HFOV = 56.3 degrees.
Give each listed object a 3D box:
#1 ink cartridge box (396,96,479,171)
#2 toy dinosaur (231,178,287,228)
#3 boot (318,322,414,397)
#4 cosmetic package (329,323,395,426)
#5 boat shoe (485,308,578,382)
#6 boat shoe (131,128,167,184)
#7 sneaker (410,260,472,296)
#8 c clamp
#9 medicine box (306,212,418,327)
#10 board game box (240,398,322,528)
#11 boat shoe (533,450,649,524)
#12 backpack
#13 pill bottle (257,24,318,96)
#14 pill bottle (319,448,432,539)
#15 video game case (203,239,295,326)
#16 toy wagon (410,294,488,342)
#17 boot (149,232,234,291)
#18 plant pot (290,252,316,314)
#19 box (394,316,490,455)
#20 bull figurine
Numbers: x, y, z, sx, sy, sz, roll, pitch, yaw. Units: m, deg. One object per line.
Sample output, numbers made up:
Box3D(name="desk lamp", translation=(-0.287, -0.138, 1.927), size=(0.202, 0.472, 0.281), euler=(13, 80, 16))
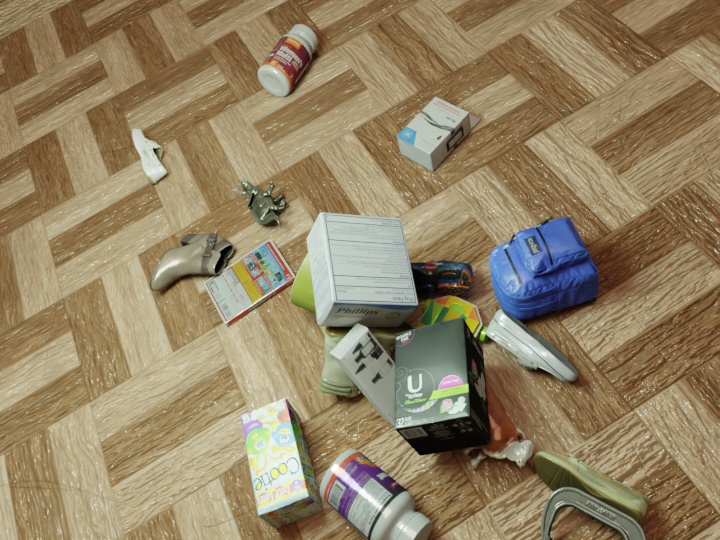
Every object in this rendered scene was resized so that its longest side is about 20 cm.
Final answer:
Box3D(name="ink cartridge box", translation=(0.200, -0.362, 1.707), size=(0.115, 0.068, 0.200), euler=(33, 71, 30))
Box3D(name="toy dinosaur", translation=(-0.240, -0.158, 1.711), size=(0.101, 0.077, 0.202), euler=(-34, 60, 6))
Box3D(name="boot", translation=(0.012, 0.179, 1.380), size=(0.196, 0.158, 0.072), euler=(-1, 26, -23))
Box3D(name="cosmetic package", translation=(0.031, 0.205, 1.311), size=(0.083, 0.201, 0.050), euler=(-44, 26, -14))
Box3D(name="boat shoe", translation=(0.337, 0.162, 1.338), size=(0.200, 0.073, 0.067), euler=(43, 108, 25))
Box3D(name="boat shoe", translation=(-0.596, -0.334, 1.920), size=(0.068, 0.071, 0.202), euler=(-26, 63, -4))
Box3D(name="sneaker", translation=(0.159, 0.013, 1.483), size=(0.196, 0.077, 0.078), euler=(5, 22, 29))
Box3D(name="c clamp", translation=(0.382, 0.469, 1.117), size=(0.198, 0.027, 0.173), euler=(29, 90, 33))
Box3D(name="medicine box", translation=(0.000, 0.000, 1.333), size=(0.179, 0.103, 0.204), euler=(3, 61, -23))
Box3D(name="board game box", translation=(-0.155, 0.374, 1.311), size=(0.101, 0.105, 0.202), euler=(-20, 55, 1))
Box3D(name="boat shoe", translation=(0.401, 0.372, 1.180), size=(0.198, 0.074, 0.063), euler=(24, 39, 29))
Box3D(name="backpack", translation=(0.362, -0.010, 1.377), size=(0.197, 0.169, 0.164), euler=(-21, 48, 6))
Box3D(name="pill bottle", translation=(-0.208, -0.616, 1.963), size=(0.108, 0.110, 0.202), euler=(17, 64, 25))
Box3D(name="pill bottle", translation=(0.030, 0.427, 1.219), size=(0.198, 0.112, 0.112), euler=(32, 70, 30))
Box3D(name="video game case", translation=(-0.267, 0.027, 1.621), size=(0.198, 0.018, 0.144), euler=(-34, 55, -7))
Box3D(name="toy wagon", translation=(0.172, 0.148, 1.403), size=(0.153, 0.040, 0.201), euler=(24, 67, 28))
Box3D(name="boot", translation=(-0.409, -0.016, 1.655), size=(0.144, 0.071, 0.202), euler=(16, 61, 26))
Box3D(name="plant pot", translation=(-0.020, 0.042, 1.460), size=(0.198, 0.188, 0.188), euler=(31, 69, 11))
Box3D(name="box", translation=(0.150, 0.216, 1.252), size=(0.146, 0.125, 0.203), euler=(-15, 48, 22))
Box3D(name="bull figurine", translation=(0.240, 0.298, 1.270), size=(0.120, 0.065, 0.202), euler=(-29, 50, 4))
